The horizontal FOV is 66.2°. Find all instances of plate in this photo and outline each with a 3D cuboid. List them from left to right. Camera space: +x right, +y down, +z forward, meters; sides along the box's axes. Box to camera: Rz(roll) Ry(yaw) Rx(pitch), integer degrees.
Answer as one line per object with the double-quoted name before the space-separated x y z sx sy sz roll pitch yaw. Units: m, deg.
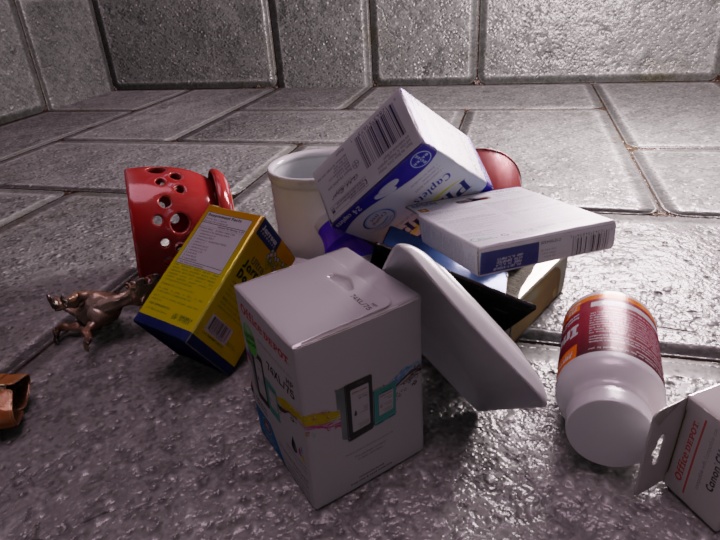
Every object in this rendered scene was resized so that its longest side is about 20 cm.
"plate" 0.097 0.065 0.594 0.032 0.200 0.200 -41 83 -16

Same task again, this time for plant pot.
"plant pot" -0.328 -0.090 1.015 0.180 0.203 0.201 -7 27 -20

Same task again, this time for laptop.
"laptop" 0.113 -0.011 0.693 0.185 0.200 0.117 21 72 4

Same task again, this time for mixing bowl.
"mixing bowl" 0.209 -0.106 1.005 0.197 0.202 0.109 -4 47 -1

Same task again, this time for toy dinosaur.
"toy dinosaur" -0.402 0.061 0.868 0.198 0.087 0.135 -3 12 39

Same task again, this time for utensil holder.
"utensil holder" -0.070 -0.093 0.975 0.167 0.203 0.171 -2 28 1

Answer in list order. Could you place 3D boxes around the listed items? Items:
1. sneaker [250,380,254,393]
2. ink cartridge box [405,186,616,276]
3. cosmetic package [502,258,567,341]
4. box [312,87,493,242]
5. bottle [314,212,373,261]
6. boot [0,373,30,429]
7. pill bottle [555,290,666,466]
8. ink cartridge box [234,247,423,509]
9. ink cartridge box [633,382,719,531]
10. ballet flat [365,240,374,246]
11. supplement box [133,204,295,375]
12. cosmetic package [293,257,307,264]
"sneaker" -0.076 0.094 0.747 0.073 0.088 0.199 15 34 34
"ink cartridge box" 0.186 -0.058 0.724 0.194 0.044 0.200 -11 22 -17
"cosmetic package" 0.231 0.027 0.849 0.104 0.072 0.199 20 36 36
"box" 0.066 -0.133 0.817 0.199 0.183 0.106 15 46 -48
"bottle" 0.000 0.000 0.827 0.083 0.065 0.201 -7 59 -57
"boot" -0.513 0.154 0.714 0.153 0.074 0.201 -14 42 -16
"pill bottle" 0.283 0.117 0.629 0.111 0.115 0.200 7 29 20
"ink cartridge box" -0.030 0.106 0.597 0.145 0.203 0.146 -19 31 -27
"ink cartridge box" 0.367 0.166 0.525 0.197 0.118 0.068 -14 29 -16
"ballet flat" 0.057 -0.069 0.986 0.068 0.069 0.200 40 19 9
"supplement box" -0.199 0.024 0.782 0.108 0.110 0.202 14 65 30
"cosmetic package" -0.124 0.030 0.889 0.197 0.072 0.101 11 31 25
